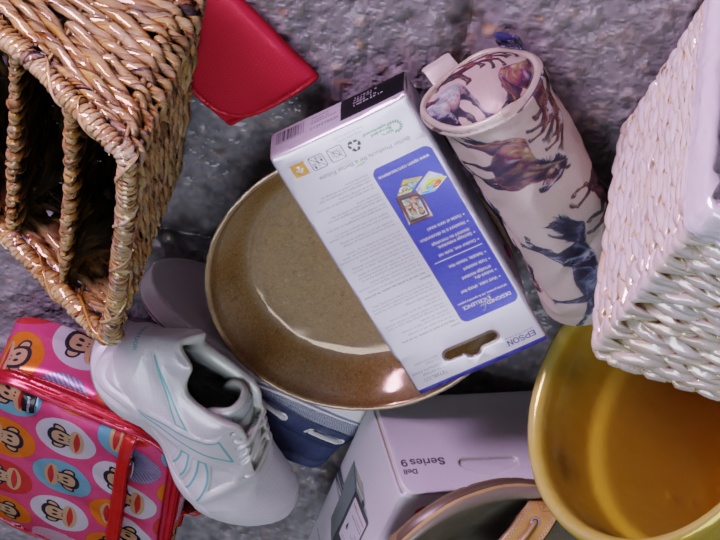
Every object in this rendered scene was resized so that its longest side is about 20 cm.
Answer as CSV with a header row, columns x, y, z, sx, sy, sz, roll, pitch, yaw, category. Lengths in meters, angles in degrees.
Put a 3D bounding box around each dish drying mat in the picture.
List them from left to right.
x,y,z,sx,sy,sz,roll,pitch,yaw,category
-0.116,-0.161,1.404,0.077,0.018,0.200,-25,127,32,dish drying mat

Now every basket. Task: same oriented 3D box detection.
x,y,z,sx,sy,sz,roll,pitch,yaw,category
-0.182,-0.079,1.394,0.142,0.150,0.200,17,145,1,basket
0.252,-0.029,1.341,0.197,0.201,0.161,20,139,-10,basket

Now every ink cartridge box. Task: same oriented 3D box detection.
x,y,z,sx,sy,sz,roll,pitch,yaw,category
0.032,-0.020,1.461,0.094,0.037,0.201,-24,118,15,ink cartridge box
0.056,0.175,1.650,0.145,0.084,0.200,-2,141,-23,ink cartridge box

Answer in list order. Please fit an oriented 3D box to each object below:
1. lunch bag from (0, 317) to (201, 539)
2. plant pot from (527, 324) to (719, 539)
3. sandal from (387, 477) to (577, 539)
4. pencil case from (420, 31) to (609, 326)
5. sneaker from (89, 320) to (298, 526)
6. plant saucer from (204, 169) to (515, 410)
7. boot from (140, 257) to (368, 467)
x,y,z,sx,sy,sz,roll,pitch,yaw,category
-0.178,0.128,1.659,0.175,0.082,0.200,20,145,4,lunch bag
0.240,0.110,1.511,0.200,0.202,0.188,-27,142,34,plant pot
0.109,0.177,1.557,0.199,0.054,0.081,-5,142,-19,sandal
0.110,-0.050,1.437,0.078,0.090,0.200,-33,128,3,pencil case
-0.093,0.105,1.548,0.080,0.071,0.200,-5,140,37,sneaker
0.000,0.000,1.517,0.199,0.036,0.201,0,124,0,plant saucer
-0.080,0.070,1.604,0.199,0.073,0.090,30,128,-21,boot
